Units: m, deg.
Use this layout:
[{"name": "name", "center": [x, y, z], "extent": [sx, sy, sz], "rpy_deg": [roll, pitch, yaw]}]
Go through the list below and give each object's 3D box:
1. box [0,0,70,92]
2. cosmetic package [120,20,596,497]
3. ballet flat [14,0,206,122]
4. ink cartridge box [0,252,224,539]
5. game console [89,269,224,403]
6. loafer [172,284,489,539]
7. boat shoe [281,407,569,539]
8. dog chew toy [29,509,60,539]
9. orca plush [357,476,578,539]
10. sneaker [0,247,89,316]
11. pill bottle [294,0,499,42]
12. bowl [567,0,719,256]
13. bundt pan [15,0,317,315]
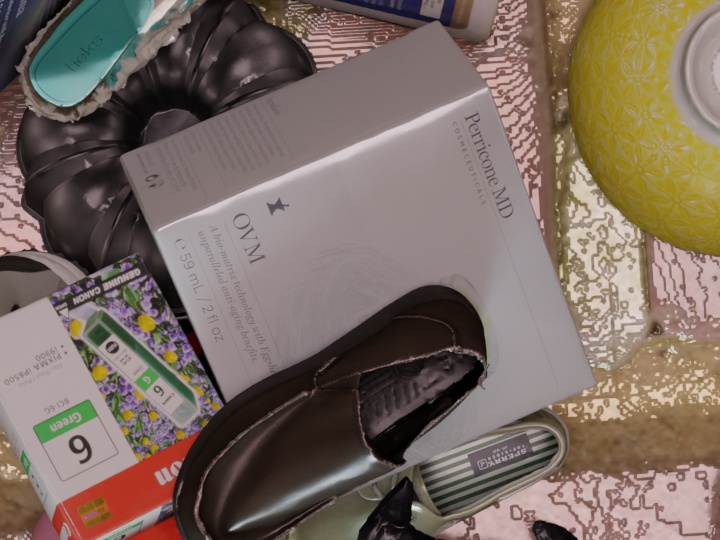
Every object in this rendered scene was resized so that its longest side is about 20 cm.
[{"name": "box", "center": [-0.205, -0.208, 1.576], "extent": [0.123, 0.200, 0.198], "rpy_deg": [36, 57, 4]}, {"name": "cosmetic package", "center": [0.000, 0.000, 1.567], "extent": [0.200, 0.123, 0.200], "rpy_deg": [-24, 116, -4]}, {"name": "ballet flat", "center": [-0.120, -0.164, 1.596], "extent": [0.200, 0.072, 0.072], "rpy_deg": [-44, 88, -3]}, {"name": "ink cartridge box", "center": [-0.123, 0.103, 1.526], "extent": [0.109, 0.050, 0.200], "rpy_deg": [-26, 76, -18]}, {"name": "game console", "center": [-0.046, 0.025, 1.686], "extent": [0.200, 0.031, 0.177], "rpy_deg": [-26, 81, -2]}, {"name": "loafer", "center": [-0.014, 0.083, 1.482], "extent": [0.200, 0.071, 0.073], "rpy_deg": [-40, 114, -2]}, {"name": "boat shoe", "center": [0.030, 0.127, 1.659], "extent": [0.200, 0.062, 0.072], "rpy_deg": [-25, 87, -2]}, {"name": "dog chew toy", "center": [-0.143, 0.221, 1.629], "extent": [0.124, 0.125, 0.201], "rpy_deg": [13, 94, 1]}, {"name": "orca plush", "center": [0.098, 0.183, 1.615], "extent": [0.200, 0.071, 0.105], "rpy_deg": [42, 67, -18]}, {"name": "sneaker", "center": [-0.174, 0.057, 1.617], "extent": [0.079, 0.074, 0.200], "rpy_deg": [-19, 45, -29]}, {"name": "pill bottle", "center": [-0.008, -0.210, 1.656], "extent": [0.199, 0.111, 0.111], "rpy_deg": [13, 87, 0]}, {"name": "bowl", "center": [0.225, -0.111, 1.652], "extent": [0.200, 0.108, 0.201], "rpy_deg": [0, 87, -1]}, {"name": "bundt pan", "center": [-0.112, -0.078, 1.653], "extent": [0.201, 0.076, 0.202], "rpy_deg": [-1, 80, 4]}]
